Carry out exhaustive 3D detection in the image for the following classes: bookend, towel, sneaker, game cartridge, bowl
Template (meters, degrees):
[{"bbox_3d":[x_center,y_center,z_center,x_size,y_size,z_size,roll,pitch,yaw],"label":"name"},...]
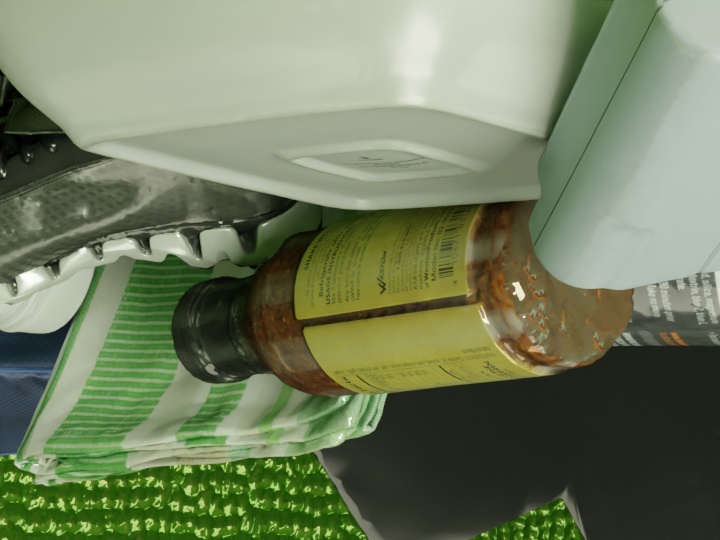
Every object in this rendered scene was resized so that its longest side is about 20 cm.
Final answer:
[{"bbox_3d":[0.081,0.074,0.806,0.198,0.201,0.092,-26,-150,8],"label":"bookend"},{"bbox_3d":[-0.056,0.016,0.766,0.199,0.153,0.023,-12,138,40],"label":"towel"},{"bbox_3d":[-0.116,-0.040,0.696,0.198,0.091,0.067,-9,-145,-5],"label":"sneaker"},{"bbox_3d":[0.147,-0.051,0.431,0.199,0.042,0.133,-11,161,-13],"label":"game cartridge"},{"bbox_3d":[0.006,-0.065,0.503,0.199,0.075,0.199,-2,172,39],"label":"bowl"}]

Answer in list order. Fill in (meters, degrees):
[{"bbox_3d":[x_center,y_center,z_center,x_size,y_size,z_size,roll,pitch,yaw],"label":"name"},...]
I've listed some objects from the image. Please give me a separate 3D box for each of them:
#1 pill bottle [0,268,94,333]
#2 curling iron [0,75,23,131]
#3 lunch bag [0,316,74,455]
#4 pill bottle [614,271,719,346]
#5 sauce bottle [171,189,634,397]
[{"bbox_3d":[-0.217,-0.021,0.776,0.199,0.110,0.108,7,172,-39],"label":"pill bottle"},{"bbox_3d":[-0.084,-0.059,0.767,0.199,0.026,0.049,5,175,-27],"label":"curling iron"},{"bbox_3d":[-0.184,0.025,1.054,0.198,0.133,0.136,1,153,-7],"label":"lunch bag"},{"bbox_3d":[0.153,-0.026,0.636,0.199,0.107,0.106,0,173,22],"label":"pill bottle"},{"bbox_3d":[0.005,0.010,0.633,0.066,0.067,0.199,7,170,-39],"label":"sauce bottle"}]
